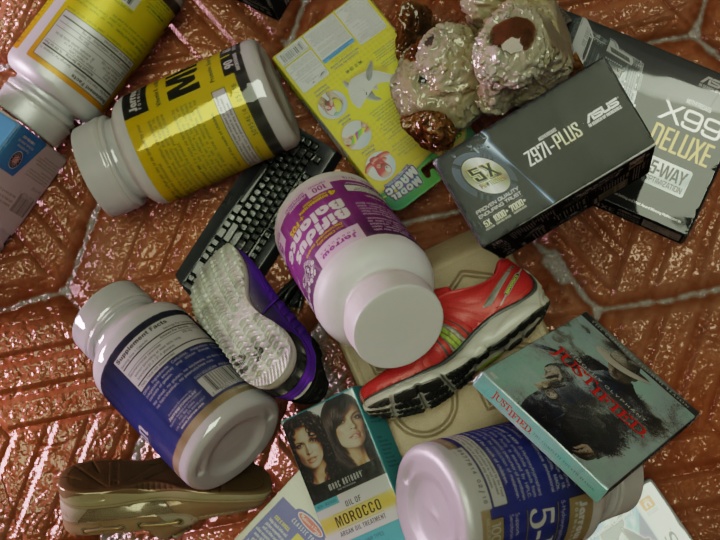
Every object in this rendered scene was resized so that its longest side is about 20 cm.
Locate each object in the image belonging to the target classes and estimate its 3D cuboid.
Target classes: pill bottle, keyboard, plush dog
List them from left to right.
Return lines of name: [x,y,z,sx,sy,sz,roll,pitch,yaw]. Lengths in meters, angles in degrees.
pill bottle: [-0.272,-0.224,1.354,0.109,0.109,0.200,35,86,11]
pill bottle: [-0.178,0.100,1.276,0.111,0.111,0.200,-47,63,-3]
pill bottle: [-0.169,-0.133,1.321,0.199,0.114,0.115,-23,78,6]
keyboard: [-0.084,-0.038,1.346,0.127,0.021,0.200,32,86,11]
pill bottle: [0.000,0.000,1.228,0.112,0.112,0.200,-35,35,0]
plush dog: [0.106,-0.191,1.264,0.171,0.161,0.201,-21,47,20]
pill bottle: [0.143,0.190,1.193,0.199,0.120,0.120,-10,77,-29]

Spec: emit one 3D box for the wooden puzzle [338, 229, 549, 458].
wooden puzzle: [0.085,0.078,1.297,0.185,0.046,0.201,-24,74,1]

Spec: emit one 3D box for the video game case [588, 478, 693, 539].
video game case: [0.234,0.320,1.247,0.200,0.023,0.183,-34,78,0]

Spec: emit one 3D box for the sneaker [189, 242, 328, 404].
sneaker: [-0.089,0.058,1.280,0.070,0.099,0.200,-45,43,11]

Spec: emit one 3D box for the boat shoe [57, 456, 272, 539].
boat shoe: [-0.183,0.216,1.296,0.199,0.071,0.065,0,115,-2]

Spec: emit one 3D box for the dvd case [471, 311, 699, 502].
dvd case: [0.202,0.113,1.204,0.146,0.200,0.022,44,123,19]

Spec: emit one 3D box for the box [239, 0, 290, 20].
box: [-0.167,-0.331,1.335,0.199,0.160,0.044,28,84,11]

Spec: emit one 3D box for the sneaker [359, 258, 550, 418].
sneaker: [0.076,0.061,1.248,0.200,0.077,0.085,-33,68,-12]

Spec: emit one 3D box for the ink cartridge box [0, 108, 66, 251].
ink cartridge box: [-0.391,-0.064,1.320,0.086,0.146,0.200,36,86,10]

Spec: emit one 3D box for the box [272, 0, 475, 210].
box: [0.019,-0.162,1.343,0.117,0.048,0.200,-36,76,-2]

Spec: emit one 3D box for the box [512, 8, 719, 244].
box: [0.250,-0.138,1.310,0.199,0.050,0.158,25,84,11]

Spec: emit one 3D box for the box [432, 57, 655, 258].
box: [0.162,-0.090,1.187,0.163,0.200,0.086,-31,83,9]

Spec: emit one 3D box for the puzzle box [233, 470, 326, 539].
puzzle box: [-0.016,0.287,1.279,0.200,0.025,0.133,44,88,12]

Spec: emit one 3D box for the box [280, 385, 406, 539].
box: [0.006,0.212,1.241,0.082,0.049,0.201,-27,78,19]
